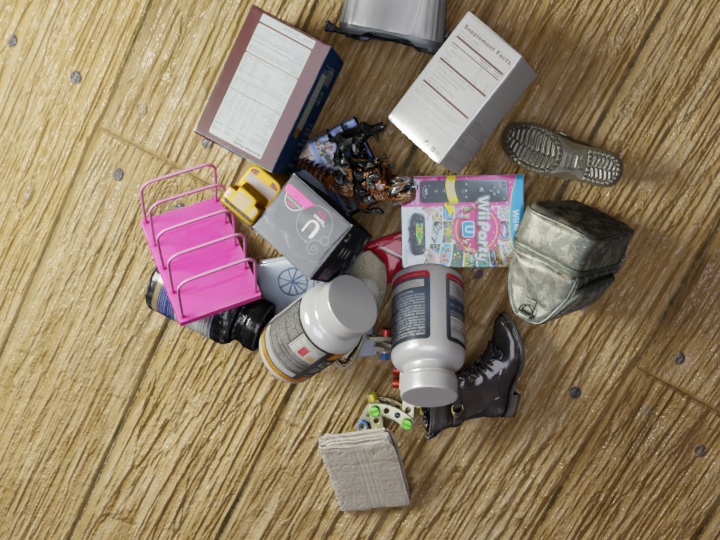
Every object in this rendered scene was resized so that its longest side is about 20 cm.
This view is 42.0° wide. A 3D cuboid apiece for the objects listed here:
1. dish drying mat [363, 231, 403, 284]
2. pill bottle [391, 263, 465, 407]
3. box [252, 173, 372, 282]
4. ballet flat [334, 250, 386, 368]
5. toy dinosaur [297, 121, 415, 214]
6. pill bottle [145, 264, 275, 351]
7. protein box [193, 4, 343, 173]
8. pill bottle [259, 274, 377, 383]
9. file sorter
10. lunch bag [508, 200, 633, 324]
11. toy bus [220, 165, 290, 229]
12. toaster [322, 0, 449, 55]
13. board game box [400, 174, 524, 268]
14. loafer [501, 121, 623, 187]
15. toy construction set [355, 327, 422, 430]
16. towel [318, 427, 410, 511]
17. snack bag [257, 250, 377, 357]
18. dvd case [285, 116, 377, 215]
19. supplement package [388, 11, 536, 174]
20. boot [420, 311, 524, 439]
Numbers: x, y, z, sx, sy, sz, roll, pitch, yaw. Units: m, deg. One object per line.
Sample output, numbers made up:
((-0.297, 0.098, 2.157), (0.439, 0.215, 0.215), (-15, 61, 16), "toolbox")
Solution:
((0.000, 0.000, 1.580), (0.197, 0.018, 0.078), (-20, 100, 9), "dish drying mat")
((0.106, 0.104, 1.479), (0.117, 0.120, 0.203), (-1, 62, 5), "pill bottle")
((-0.069, -0.059, 1.448), (0.122, 0.200, 0.106), (41, 94, 8), "box")
((-0.002, 0.070, 1.536), (0.066, 0.062, 0.203), (15, 107, 1), "ballet flat")
((-0.009, -0.157, 1.489), (0.196, 0.102, 0.138), (2, 114, 6), "toy dinosaur")
((-0.245, 0.052, 1.555), (0.197, 0.112, 0.113), (25, 103, 7), "pill bottle")
((-0.134, -0.268, 1.438), (0.133, 0.199, 0.202), (27, 97, 1), "protein box")
((-0.067, 0.092, 1.475), (0.117, 0.116, 0.199), (49, 135, -5), "pill bottle")
((-0.254, -0.047, 1.473), (0.137, 0.126, 0.202), (-19, 64, -17), "file sorter")
((0.317, -0.008, 1.457), (0.138, 0.199, 0.170), (31, 113, 27), "lunch bag")
((-0.151, -0.115, 1.454), (0.065, 0.200, 0.079), (39, 98, 3), "toy bus")
((0.049, -0.415, 1.447), (0.196, 0.114, 0.132), (12, 98, 5), "toaster")
((0.164, -0.080, 1.516), (0.196, 0.064, 0.151), (-1, 92, 4), "board game box")
((0.319, -0.179, 1.493), (0.198, 0.067, 0.077), (24, 100, 16), "loafer")
((0.059, 0.186, 1.580), (0.129, 0.092, 0.204), (4, 112, 4), "toy construction set")
((0.008, 0.341, 1.601), (0.130, 0.035, 0.202), (-7, 130, 8), "towel")
((-0.068, 0.066, 1.585), (0.185, 0.021, 0.204), (-10, 105, 8), "snack bag")
((-0.066, -0.145, 1.557), (0.197, 0.018, 0.144), (-25, 98, 9), "dvd case")
((0.158, -0.269, 1.447), (0.117, 0.117, 0.201), (43, 102, 19), "supplement package")
((0.177, 0.174, 1.543), (0.171, 0.069, 0.204), (-5, 104, -18), "boot")
